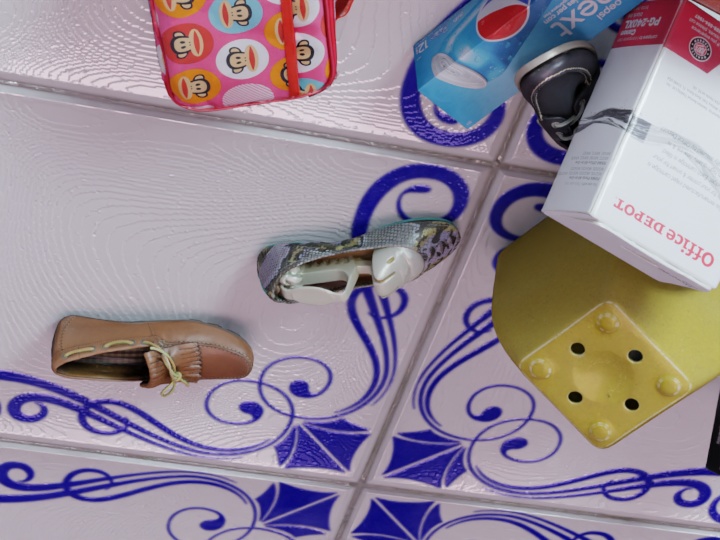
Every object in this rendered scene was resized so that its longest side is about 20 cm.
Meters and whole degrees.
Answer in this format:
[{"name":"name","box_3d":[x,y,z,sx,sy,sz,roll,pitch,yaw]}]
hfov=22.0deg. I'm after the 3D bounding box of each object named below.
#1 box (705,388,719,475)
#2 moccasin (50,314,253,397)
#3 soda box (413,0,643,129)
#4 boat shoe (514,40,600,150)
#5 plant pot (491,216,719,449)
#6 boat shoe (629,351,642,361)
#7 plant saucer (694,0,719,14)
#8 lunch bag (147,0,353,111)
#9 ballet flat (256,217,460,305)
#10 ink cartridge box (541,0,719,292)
[{"name":"box","box_3d":[0.410,0.096,1.844,0.044,0.160,0.200,26,143,24]},{"name":"moccasin","box_3d":[-0.207,0.088,1.848,0.201,0.078,0.074,8,135,-12]},{"name":"soda box","box_3d":[0.140,-0.210,1.573,0.200,0.064,0.068,-36,128,28]},{"name":"boat shoe","box_3d":[0.184,-0.142,1.581,0.073,0.063,0.200,-28,165,9]},{"name":"plant pot","box_3d":[0.237,0.049,1.707,0.194,0.200,0.195,46,121,-10]},{"name":"boat shoe","box_3d":[0.300,0.058,1.856,0.064,0.071,0.200,4,137,-9]},{"name":"plant saucer","box_3d":[0.245,-0.237,1.439,0.200,0.200,0.037,21,104,-36]},{"name":"lunch bag","box_3d":[-0.087,-0.229,1.533,0.176,0.082,0.200,-7,138,-2]},{"name":"ballet flat","box_3d":[0.000,0.000,1.778,0.200,0.072,0.072,-9,136,5]},{"name":"ink cartridge box","box_3d":[0.257,-0.102,1.527,0.145,0.200,0.083,28,172,-26]}]
